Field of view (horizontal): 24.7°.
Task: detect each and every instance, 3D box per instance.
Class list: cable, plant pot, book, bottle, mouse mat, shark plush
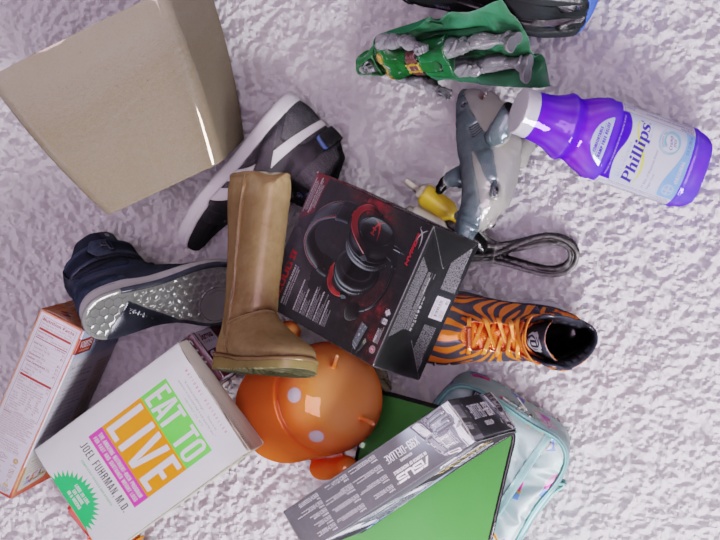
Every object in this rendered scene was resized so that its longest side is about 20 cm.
[{"bbox_3d":[0.121,-0.020,1.689,0.200,0.050,0.097,20,101,10],"label":"cable"},{"bbox_3d":[-0.227,-0.173,1.680,0.200,0.200,0.177,-23,101,12],"label":"plant pot"},{"bbox_3d":[-0.217,0.180,1.669,0.200,0.048,0.134,-37,84,16],"label":"book"},{"bbox_3d":[0.243,-0.127,1.614,0.200,0.065,0.084,18,96,-16],"label":"bottle"},{"bbox_3d":[0.062,0.234,1.665,0.161,0.008,0.200,14,95,19],"label":"mouse mat"},{"bbox_3d":[0.116,-0.086,1.667,0.083,0.091,0.200,10,89,25],"label":"shark plush"}]

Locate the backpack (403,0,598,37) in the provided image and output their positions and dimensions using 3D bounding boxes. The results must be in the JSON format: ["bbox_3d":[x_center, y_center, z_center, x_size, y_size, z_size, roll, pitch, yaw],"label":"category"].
[{"bbox_3d":[0.150,-0.329,1.599,0.200,0.163,0.168,22,79,10],"label":"backpack"}]

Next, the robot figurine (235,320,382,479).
[{"bbox_3d":[-0.054,0.133,1.671,0.117,0.200,0.144,20,70,-25],"label":"robot figurine"}]

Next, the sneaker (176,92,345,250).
[{"bbox_3d":[-0.096,-0.076,1.715,0.112,0.073,0.200,40,101,4],"label":"sneaker"}]

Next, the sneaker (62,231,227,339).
[{"bbox_3d":[-0.214,0.005,1.739,0.202,0.146,0.077,-7,115,-23],"label":"sneaker"}]

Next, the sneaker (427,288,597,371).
[{"bbox_3d":[0.142,0.060,1.626,0.200,0.112,0.078,-3,95,-17],"label":"sneaker"}]

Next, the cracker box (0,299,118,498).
[{"bbox_3d":[-0.330,0.131,1.750,0.058,0.134,0.200,27,99,8],"label":"cracker box"}]

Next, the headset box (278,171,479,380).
[{"bbox_3d":[0.000,0.000,1.627,0.200,0.075,0.149,28,96,44],"label":"headset box"}]

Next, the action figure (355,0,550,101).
[{"bbox_3d":[0.078,-0.213,1.651,0.200,0.055,0.118,1,138,37],"label":"action figure"}]

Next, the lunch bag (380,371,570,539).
[{"bbox_3d":[0.120,0.215,1.698,0.160,0.077,0.200,32,102,7],"label":"lunch bag"}]

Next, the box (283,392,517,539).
[{"bbox_3d":[0.041,0.192,1.586,0.200,0.158,0.050,-35,78,15],"label":"box"}]

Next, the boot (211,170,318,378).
[{"bbox_3d":[-0.091,0.001,1.597,0.066,0.175,0.200,10,84,-34],"label":"boot"}]

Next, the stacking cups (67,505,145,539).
[{"bbox_3d":[-0.240,0.321,1.796,0.061,0.061,0.200,-43,81,12],"label":"stacking cups"}]

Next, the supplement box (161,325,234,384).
[{"bbox_3d":[-0.221,0.139,1.742,0.200,0.109,0.061,-38,87,13],"label":"supplement box"}]

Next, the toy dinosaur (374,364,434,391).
[{"bbox_3d":[0.046,0.047,1.690,0.088,0.047,0.200,13,109,20],"label":"toy dinosaur"}]
